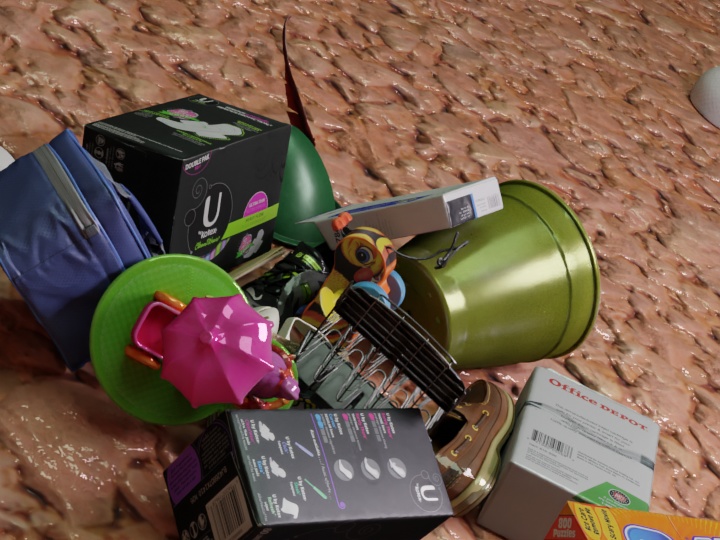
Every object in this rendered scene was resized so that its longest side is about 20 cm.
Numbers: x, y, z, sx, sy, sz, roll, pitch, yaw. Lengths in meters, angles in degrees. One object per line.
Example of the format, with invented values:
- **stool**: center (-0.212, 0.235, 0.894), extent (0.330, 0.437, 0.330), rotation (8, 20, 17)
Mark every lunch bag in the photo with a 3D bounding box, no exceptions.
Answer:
- **lunch bag**: center (-0.247, -0.016, 1.577), extent (0.132, 0.200, 0.136), rotation (-31, 50, -6)

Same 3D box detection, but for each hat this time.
- **hat**: center (-0.068, -0.148, 1.981), extent (0.200, 0.176, 0.166), rotation (33, 28, 12)

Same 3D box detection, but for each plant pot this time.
- **plant pot**: center (0.115, 0.024, 1.859), extent (0.193, 0.201, 0.200), rotation (-19, 50, -38)

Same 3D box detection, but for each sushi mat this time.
- **sushi mat**: center (-0.154, 0.024, 1.717), extent (0.012, 0.096, 0.200), rotation (61, 31, -2)

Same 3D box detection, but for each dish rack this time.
- **dish rack**: center (0.019, 0.088, 1.551), extent (0.153, 0.200, 0.055), rotation (41, 55, 4)

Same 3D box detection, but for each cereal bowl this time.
- **cereal bowl**: center (0.656, -0.283, 2.940), extent (0.199, 0.083, 0.200), rotation (21, 28, -12)

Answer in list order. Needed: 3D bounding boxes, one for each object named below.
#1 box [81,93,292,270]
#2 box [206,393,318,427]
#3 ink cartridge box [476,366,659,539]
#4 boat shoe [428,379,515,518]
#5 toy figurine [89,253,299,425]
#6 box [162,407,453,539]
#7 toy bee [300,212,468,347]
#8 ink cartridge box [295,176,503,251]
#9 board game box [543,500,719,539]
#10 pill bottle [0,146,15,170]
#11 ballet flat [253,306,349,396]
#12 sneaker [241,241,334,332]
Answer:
- **box**: center (-0.180, -0.081, 1.779), extent (0.124, 0.149, 0.200), rotation (21, 24, 24)
- **box**: center (-0.043, 0.162, 1.624), extent (0.199, 0.035, 0.110), rotation (20, 28, -12)
- **ink cartridge box**: center (0.207, 0.197, 1.726), extent (0.146, 0.083, 0.200), rotation (27, 28, 2)
- **boat shoe**: center (0.100, 0.156, 1.701), extent (0.068, 0.072, 0.200), rotation (44, 27, -10)
- **toy figurine**: center (-0.111, 0.079, 1.462), extent (0.200, 0.151, 0.184), rotation (31, -7, -20)
- **box**: center (-0.043, 0.186, 1.462), extent (0.199, 0.122, 0.106), rotation (2, 58, -37)
- **toy bee**: center (0.000, 0.000, 1.748), extent (0.109, 0.200, 0.131), rotation (47, 5, 1)
- **ink cartridge box**: center (0.038, -0.056, 1.814), extent (0.199, 0.039, 0.099), rotation (-8, 9, 40)
- **board game box**: center (0.235, 0.332, 1.390), extent (0.199, 0.200, 0.200), rotation (11, 31, -27)
- **pill bottle**: center (-0.395, -0.049, 1.599), extent (0.114, 0.114, 0.200), rotation (31, 28, 9)
- **ballet flat**: center (-0.083, 0.071, 1.663), extent (0.070, 0.066, 0.200), rotation (-4, -21, 39)
- **sneaker**: center (-0.077, 0.013, 1.800), extent (0.071, 0.083, 0.199), rotation (34, 29, 15)
